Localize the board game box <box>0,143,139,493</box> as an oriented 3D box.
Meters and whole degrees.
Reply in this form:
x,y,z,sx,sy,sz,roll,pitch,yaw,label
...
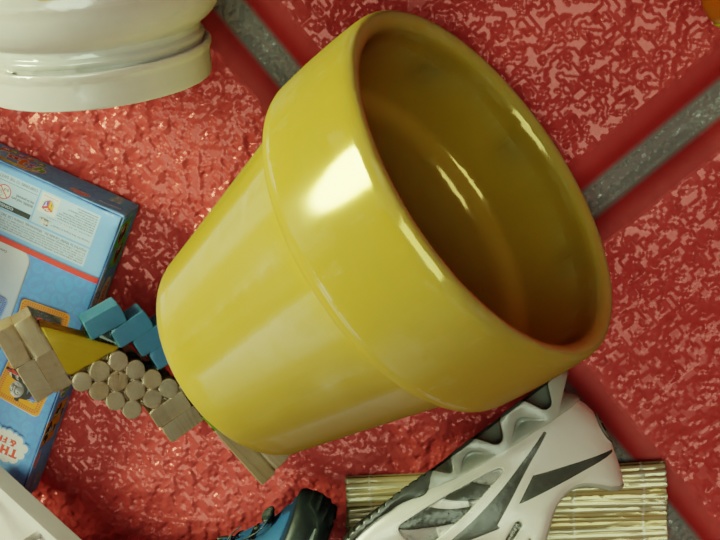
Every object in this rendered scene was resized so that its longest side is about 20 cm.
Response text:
x,y,z,sx,sy,sz,roll,pitch,yaw,label
-0.238,0.023,0.823,0.150,0.037,0.201,24,106,2,board game box

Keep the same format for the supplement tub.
x,y,z,sx,sy,sz,roll,pitch,yaw,label
-0.148,-0.194,0.693,0.143,0.145,0.202,-1,112,8,supplement tub

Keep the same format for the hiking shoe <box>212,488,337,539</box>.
x,y,z,sx,sy,sz,roll,pitch,yaw,label
-0.098,0.196,0.829,0.087,0.074,0.200,42,106,-5,hiking shoe

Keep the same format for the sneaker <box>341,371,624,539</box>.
x,y,z,sx,sy,sz,roll,pitch,yaw,label
0.062,0.150,0.777,0.199,0.074,0.089,-37,81,7,sneaker

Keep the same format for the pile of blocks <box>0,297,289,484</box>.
x,y,z,sx,sy,sz,roll,pitch,yaw,label
-0.117,0.055,0.793,0.199,0.062,0.083,24,91,-22,pile of blocks

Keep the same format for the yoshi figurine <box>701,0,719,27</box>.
x,y,z,sx,sy,sz,roll,pitch,yaw,label
0.186,-0.234,0.668,0.111,0.112,0.201,-27,97,-2,yoshi figurine

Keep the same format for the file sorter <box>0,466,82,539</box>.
x,y,z,sx,sy,sz,roll,pitch,yaw,label
-0.203,0.244,0.788,0.200,0.124,0.139,38,126,14,file sorter

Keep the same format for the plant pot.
x,y,z,sx,sy,sz,roll,pitch,yaw,label
0.000,0.000,0.714,0.188,0.201,0.201,-36,98,31,plant pot

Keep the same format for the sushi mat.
x,y,z,sx,sy,sz,roll,pitch,yaw,label
0.088,0.167,0.827,0.198,0.012,0.097,-5,105,9,sushi mat
